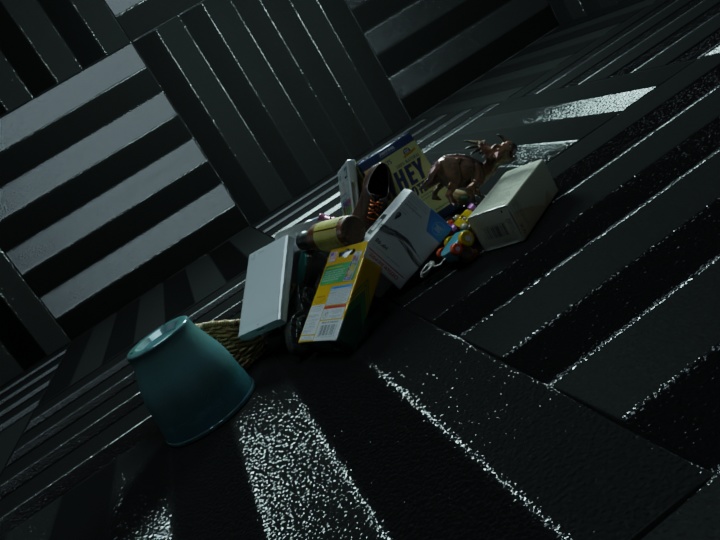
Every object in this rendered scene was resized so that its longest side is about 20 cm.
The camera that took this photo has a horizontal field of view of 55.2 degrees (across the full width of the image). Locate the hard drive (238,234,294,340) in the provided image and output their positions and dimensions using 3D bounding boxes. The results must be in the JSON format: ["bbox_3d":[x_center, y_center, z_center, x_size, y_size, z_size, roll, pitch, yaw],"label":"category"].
[{"bbox_3d":[-0.196,0.035,1.441,0.132,0.026,0.200,-24,50,36],"label":"hard drive"}]

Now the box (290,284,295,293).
[{"bbox_3d":[-0.198,0.065,1.623,0.200,0.064,0.070,-64,-8,-72],"label":"box"}]

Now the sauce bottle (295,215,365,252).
[{"bbox_3d":[-0.067,-0.071,1.400,0.066,0.066,0.200,-40,19,-28],"label":"sauce bottle"}]

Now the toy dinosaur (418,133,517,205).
[{"bbox_3d":[0.206,-0.207,1.396,0.200,0.136,0.086,-5,17,-10],"label":"toy dinosaur"}]

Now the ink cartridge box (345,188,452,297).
[{"bbox_3d":[0.069,-0.047,1.349,0.200,0.116,0.067,-50,15,1],"label":"ink cartridge box"}]

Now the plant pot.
[{"bbox_3d":[-0.335,0.197,1.316,0.200,0.188,0.200,-29,15,8],"label":"plant pot"}]

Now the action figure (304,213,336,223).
[{"bbox_3d":[-0.062,-0.079,1.757,0.149,0.134,0.200,-12,-20,-15],"label":"action figure"}]

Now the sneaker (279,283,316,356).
[{"bbox_3d":[-0.125,0.115,1.398,0.091,0.076,0.200,-50,18,26],"label":"sneaker"}]

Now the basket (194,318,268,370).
[{"bbox_3d":[-0.314,0.144,1.517,0.200,0.149,0.143,-13,23,51],"label":"basket"}]

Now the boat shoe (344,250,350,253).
[{"bbox_3d":[-0.031,-0.034,1.685,0.073,0.065,0.200,-23,18,25],"label":"boat shoe"}]

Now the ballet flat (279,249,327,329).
[{"bbox_3d":[-0.118,0.051,1.512,0.068,0.068,0.200,49,124,54],"label":"ballet flat"}]

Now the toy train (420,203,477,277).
[{"bbox_3d":[0.184,-0.051,1.362,0.150,0.056,0.200,-42,14,31],"label":"toy train"}]

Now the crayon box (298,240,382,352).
[{"bbox_3d":[-0.033,0.051,1.286,0.126,0.052,0.200,-11,55,52],"label":"crayon box"}]

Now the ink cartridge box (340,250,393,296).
[{"bbox_3d":[0.000,0.000,1.499,0.136,0.076,0.200,-28,17,12],"label":"ink cartridge box"}]

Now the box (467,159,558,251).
[{"bbox_3d":[0.296,-0.128,1.322,0.095,0.078,0.200,-17,21,45],"label":"box"}]

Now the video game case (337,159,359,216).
[{"bbox_3d":[-0.022,-0.146,1.560,0.023,0.183,0.200,-6,1,-8],"label":"video game case"}]

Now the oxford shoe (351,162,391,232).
[{"bbox_3d":[0.020,-0.123,1.391,0.071,0.200,0.073,9,-8,-4],"label":"oxford shoe"}]

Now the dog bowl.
[{"bbox_3d":[-0.130,-0.034,1.577,0.200,0.059,0.200,-19,-23,-9],"label":"dog bowl"}]

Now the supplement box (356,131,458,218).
[{"bbox_3d":[0.091,-0.170,1.541,0.134,0.200,0.200,-34,-1,-8],"label":"supplement box"}]

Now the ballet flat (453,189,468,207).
[{"bbox_3d":[0.204,-0.178,1.709,0.072,0.068,0.200,-16,9,-22],"label":"ballet flat"}]
